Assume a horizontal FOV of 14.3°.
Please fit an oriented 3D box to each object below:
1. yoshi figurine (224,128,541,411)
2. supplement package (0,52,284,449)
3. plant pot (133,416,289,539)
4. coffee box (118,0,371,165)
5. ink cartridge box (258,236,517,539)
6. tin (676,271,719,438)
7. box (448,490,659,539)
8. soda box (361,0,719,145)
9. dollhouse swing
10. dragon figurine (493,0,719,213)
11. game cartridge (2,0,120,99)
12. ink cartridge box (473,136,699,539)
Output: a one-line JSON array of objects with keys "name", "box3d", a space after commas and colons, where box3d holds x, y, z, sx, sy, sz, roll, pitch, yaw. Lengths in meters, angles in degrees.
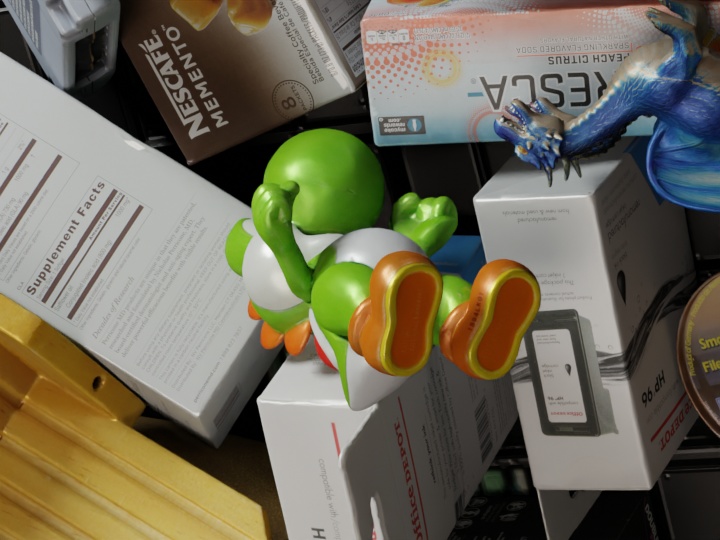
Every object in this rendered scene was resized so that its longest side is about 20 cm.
[{"name": "yoshi figurine", "box3d": [-0.001, -0.015, 1.374, 0.200, 0.112, 0.113, 23, 147, 57]}, {"name": "supplement package", "box3d": [-0.135, -0.009, 1.529, 0.199, 0.114, 0.110, 31, 81, 9]}, {"name": "plant pot", "box3d": [-0.092, 0.165, 1.593, 0.199, 0.187, 0.187, -2, 114, 14]}, {"name": "coffee box", "box3d": [-0.077, -0.172, 1.463, 0.114, 0.080, 0.201, -20, 104, 31]}, {"name": "ink cartridge box", "box3d": [0.009, 0.082, 1.459, 0.067, 0.200, 0.117, 2, 122, 24]}, {"name": "tin", "box3d": [0.245, 0.031, 1.388, 0.199, 0.042, 0.112, -16, 106, 39]}, {"name": "box", "box3d": [0.097, 0.241, 1.543, 0.124, 0.149, 0.201, -4, 113, 26]}, {"name": "soda box", "box3d": [0.105, -0.105, 1.388, 0.199, 0.064, 0.069, -1, 114, 13]}, {"name": "dollhouse swing", "box3d": [-0.172, 0.139, 1.447, 0.175, 0.200, 0.182, 27, 169, 32]}, {"name": "dragon figurine", "box3d": [0.164, -0.065, 1.318, 0.199, 0.059, 0.100, 17, 116, 4]}, {"name": "game cartridge", "box3d": [-0.169, -0.164, 1.455, 0.041, 0.200, 0.134, -26, 87, -8]}, {"name": "ink cartridge box", "box3d": [0.125, 0.032, 1.447, 0.068, 0.116, 0.201, -1, 114, 27]}]
